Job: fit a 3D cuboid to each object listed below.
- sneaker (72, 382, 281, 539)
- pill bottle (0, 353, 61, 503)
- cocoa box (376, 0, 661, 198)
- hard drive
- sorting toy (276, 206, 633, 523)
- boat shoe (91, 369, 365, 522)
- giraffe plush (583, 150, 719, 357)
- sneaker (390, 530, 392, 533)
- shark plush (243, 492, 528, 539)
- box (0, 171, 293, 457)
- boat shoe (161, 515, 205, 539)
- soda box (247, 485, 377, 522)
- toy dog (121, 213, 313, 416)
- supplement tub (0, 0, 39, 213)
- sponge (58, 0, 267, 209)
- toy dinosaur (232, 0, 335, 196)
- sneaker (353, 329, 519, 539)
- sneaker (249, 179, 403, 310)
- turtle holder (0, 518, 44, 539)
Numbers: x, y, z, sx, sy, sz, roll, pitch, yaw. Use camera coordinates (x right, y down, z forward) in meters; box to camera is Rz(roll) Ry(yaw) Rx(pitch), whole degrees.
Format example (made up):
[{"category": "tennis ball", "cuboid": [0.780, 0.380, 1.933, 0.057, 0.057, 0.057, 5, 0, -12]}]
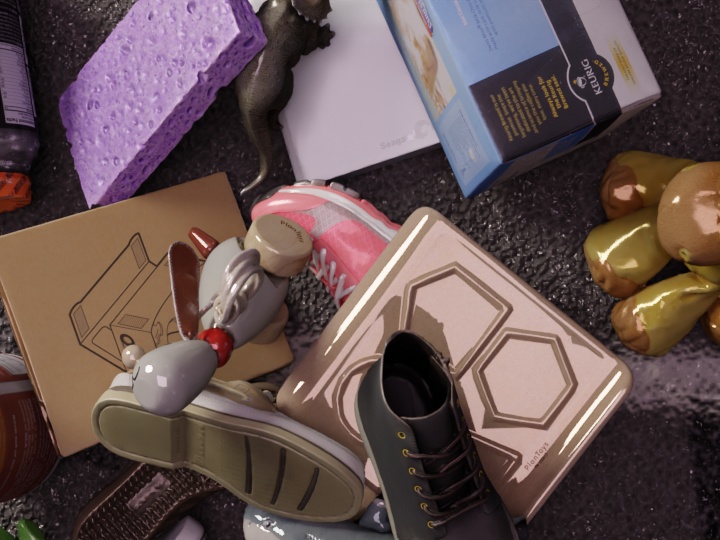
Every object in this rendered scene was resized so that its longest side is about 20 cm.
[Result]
[{"category": "sneaker", "cuboid": [-0.138, 0.149, 0.970, 0.199, 0.076, 0.071, -35, 97, -3]}, {"category": "pill bottle", "cuboid": [-0.283, 0.119, 0.925, 0.110, 0.200, 0.114, 0, 87, 7]}, {"category": "cocoa box", "cuboid": [0.103, -0.177, 0.913, 0.130, 0.133, 0.202, -24, 86, -9]}, {"category": "hard drive", "cuboid": [-0.015, -0.179, 0.993, 0.130, 0.026, 0.203, -17, 85, 6]}, {"category": "sorting toy", "cuboid": [0.066, 0.085, 0.903, 0.199, 0.036, 0.186, 38, 95, 5]}, {"category": "boat shoe", "cuboid": [-0.085, 0.112, 0.881, 0.197, 0.069, 0.076, 20, 124, 6]}, {"category": "giraffe plush", "cuboid": [0.262, -0.028, 0.884, 0.197, 0.162, 0.175, -21, 85, 6]}, {"category": "sneaker", "cuboid": [-0.008, 0.251, 0.949, 0.078, 0.077, 0.201, 36, 94, 5]}, {"category": "shark plush", "cuboid": [0.013, 0.189, 0.867, 0.197, 0.091, 0.085, -14, 66, 20]}, {"category": "box", "cuboid": [-0.163, 0.028, 0.951, 0.198, 0.021, 0.166, -19, 86, -30]}, {"category": "boat shoe", "cuboid": [-0.165, 0.288, 0.971, 0.065, 0.072, 0.202, 31, 87, -7]}, {"category": "soda box", "cuboid": [0.011, 0.140, 0.958, 0.199, 0.064, 0.068, -33, 84, 5]}, {"category": "toy dog", "cuboid": [-0.112, 0.018, 0.882, 0.095, 0.200, 0.133, 29, 103, 10]}, {"category": "supplement tub", "cuboid": [-0.319, -0.147, 0.979, 0.121, 0.122, 0.203, -9, 86, 6]}, {"category": "sponge", "cuboid": [-0.155, -0.149, 0.948, 0.200, 0.030, 0.113, -43, 56, 29]}, {"category": "toy dinosaur", "cuboid": [-0.066, -0.159, 0.934, 0.076, 0.102, 0.202, 30, 90, 8]}, {"category": "sneaker", "cuboid": [0.053, 0.141, 0.807, 0.074, 0.106, 0.202, -25, 72, -13]}, {"category": "sneaker", "cuboid": [0.000, 0.000, 0.944, 0.198, 0.074, 0.088, 22, 61, 7]}, {"category": "turtle holder", "cuboid": [-0.308, 0.263, 0.968, 0.132, 0.185, 0.142, -46, 49, 17]}]
